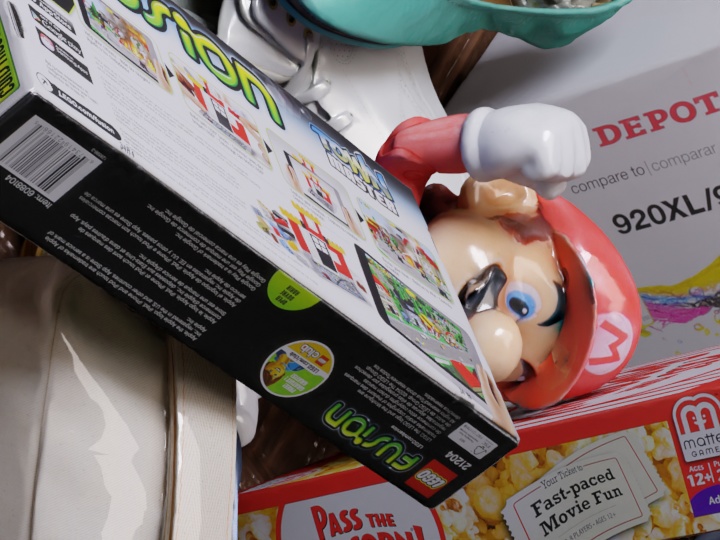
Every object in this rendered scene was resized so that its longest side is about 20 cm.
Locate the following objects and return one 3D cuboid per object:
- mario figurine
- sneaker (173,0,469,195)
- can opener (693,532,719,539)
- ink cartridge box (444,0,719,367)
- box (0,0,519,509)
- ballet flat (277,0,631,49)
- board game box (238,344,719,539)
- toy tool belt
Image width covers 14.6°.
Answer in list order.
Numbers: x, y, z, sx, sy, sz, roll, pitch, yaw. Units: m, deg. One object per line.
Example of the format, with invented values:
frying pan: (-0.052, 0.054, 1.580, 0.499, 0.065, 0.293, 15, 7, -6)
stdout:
mario figurine: (0.000, 0.000, 0.881, 0.200, 0.123, 0.106, 16, 63, -19)
sneaker: (-0.021, -0.048, 0.974, 0.116, 0.074, 0.200, 3, 65, -53)
can opener: (0.175, 0.111, 1.173, 0.063, 0.079, 0.200, 55, 44, -4)
ink cartridge box: (0.150, -0.025, 1.137, 0.200, 0.147, 0.145, 61, 36, -19)
box: (-0.041, -0.023, 0.745, 0.200, 0.035, 0.110, 37, 22, -41)
ballet flat: (0.042, -0.117, 0.984, 0.200, 0.070, 0.067, -4, 68, -58)
board game box: (0.077, 0.064, 0.947, 0.151, 0.200, 0.046, -17, 91, -57)
toy tool belt: (-0.076, 0.095, 0.777, 0.123, 0.125, 0.200, 5, 87, -59)
